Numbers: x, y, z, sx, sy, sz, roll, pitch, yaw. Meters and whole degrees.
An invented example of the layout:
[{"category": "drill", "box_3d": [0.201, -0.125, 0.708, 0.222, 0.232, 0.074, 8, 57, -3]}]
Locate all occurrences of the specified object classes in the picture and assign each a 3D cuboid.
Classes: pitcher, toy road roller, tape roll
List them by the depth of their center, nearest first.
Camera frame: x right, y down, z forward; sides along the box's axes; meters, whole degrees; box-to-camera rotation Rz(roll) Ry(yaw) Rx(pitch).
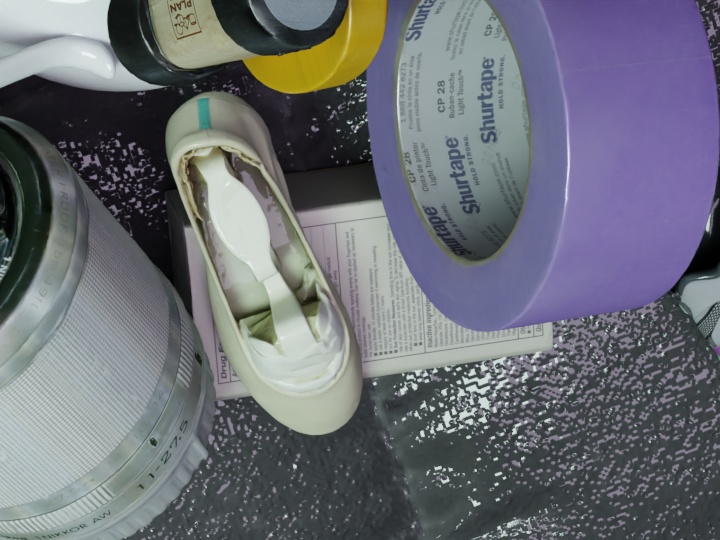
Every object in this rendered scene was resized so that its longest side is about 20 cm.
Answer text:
[{"category": "toy road roller", "box_3d": [-0.039, -0.181, 1.046, 0.145, 0.123, 0.202, -14, 94, -37]}, {"category": "tape roll", "box_3d": [0.083, -0.075, 1.107, 0.084, 0.200, 0.202, -7, 111, -25]}, {"category": "pitcher", "box_3d": [-0.156, -0.133, 1.110, 0.198, 0.172, 0.122, 5, 141, -13]}]

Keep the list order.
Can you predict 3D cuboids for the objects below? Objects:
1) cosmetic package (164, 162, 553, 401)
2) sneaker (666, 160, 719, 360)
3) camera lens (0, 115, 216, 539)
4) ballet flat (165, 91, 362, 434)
[{"category": "cosmetic package", "box_3d": [0.000, 0.000, 1.243, 0.198, 0.073, 0.104, -7, 110, -11]}, {"category": "sneaker", "box_3d": [0.253, -0.038, 1.286, 0.200, 0.078, 0.140, -45, 113, 4]}, {"category": "camera lens", "box_3d": [-0.174, 0.032, 1.110, 0.160, 0.160, 0.200, -35, 143, 1]}, {"category": "ballet flat", "box_3d": [-0.047, 0.007, 1.160, 0.069, 0.070, 0.201, -25, 112, -3]}]
